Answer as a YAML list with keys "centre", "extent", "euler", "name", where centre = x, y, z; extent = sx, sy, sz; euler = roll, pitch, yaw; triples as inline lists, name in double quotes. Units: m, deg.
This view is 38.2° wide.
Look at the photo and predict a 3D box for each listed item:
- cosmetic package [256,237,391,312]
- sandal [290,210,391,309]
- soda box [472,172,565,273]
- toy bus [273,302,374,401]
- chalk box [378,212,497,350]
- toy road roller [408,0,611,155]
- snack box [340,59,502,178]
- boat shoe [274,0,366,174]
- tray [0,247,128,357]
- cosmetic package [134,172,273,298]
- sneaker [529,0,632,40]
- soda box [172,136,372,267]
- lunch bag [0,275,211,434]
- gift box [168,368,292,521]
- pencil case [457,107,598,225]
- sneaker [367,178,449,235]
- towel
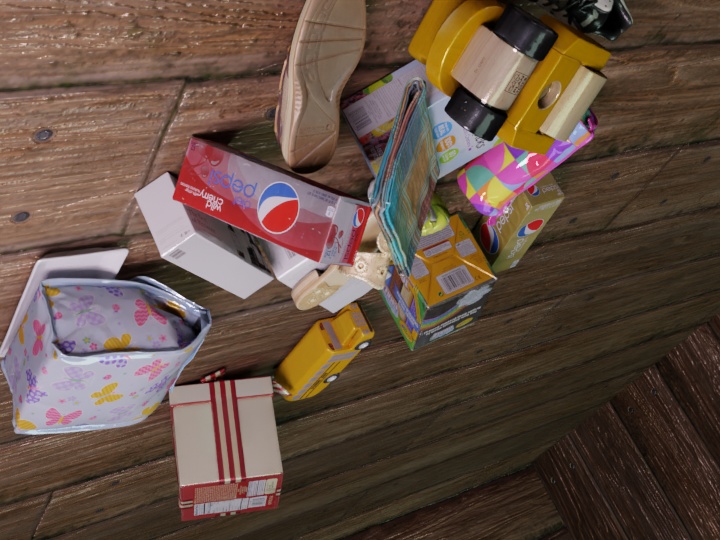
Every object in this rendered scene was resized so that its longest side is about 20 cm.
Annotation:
- centre: [-0.044, -0.018, 1.362]
  extent: [0.101, 0.072, 0.200]
  euler: [-32, 157, 9]
  name: "cosmetic package"
- centre: [0.004, 0.000, 1.270]
  extent: [0.211, 0.070, 0.077]
  euler: [-42, 155, 28]
  name: "sandal"
- centre: [0.230, -0.075, 1.567]
  extent: [0.064, 0.068, 0.200]
  euler: [-17, 155, -25]
  name: "soda box"
- centre: [-0.059, 0.132, 1.680]
  extent: [0.078, 0.065, 0.200]
  euler: [-7, 150, -39]
  name: "toy bus"
- centre: [0.108, 0.028, 1.576]
  extent: [0.124, 0.125, 0.200]
  euler: [-22, 158, -17]
  name: "chalk box"
- centre: [0.141, -0.211, 1.044]
  extent: [0.199, 0.146, 0.123]
  euler: [5, 123, -51]
  name: "toy road roller"
- centre: [0.091, -0.177, 1.185]
  extent: [0.199, 0.068, 0.169]
  euler: [-31, 157, 2]
  name: "snack box"
- centre: [-0.048, -0.194, 0.986]
  extent: [0.072, 0.072, 0.201]
  euler: [-10, 130, -27]
  name: "boat shoe"
- centre: [-0.343, 0.032, 1.184]
  extent: [0.107, 0.022, 0.200]
  euler: [-11, 152, -39]
  name: "tray"
- centre: [-0.170, -0.035, 1.166]
  extent: [0.050, 0.083, 0.200]
  euler: [-34, 158, 9]
  name: "cosmetic package"
- centre: [0.219, -0.289, 1.068]
  extent: [0.199, 0.088, 0.076]
  euler: [-1, 148, -46]
  name: "sneaker"
- centre: [-0.090, -0.068, 1.032]
  extent: [0.063, 0.199, 0.071]
  euler: [7, 105, -58]
  name: "soda box"
- centre: [-0.289, 0.095, 1.195]
  extent: [0.198, 0.128, 0.170]
  euler: [2, 142, -35]
  name: "lunch bag"
- centre: [-0.202, 0.272, 1.645]
  extent: [0.198, 0.188, 0.185]
  euler: [-4, 149, -17]
  name: "gift box"
- centre: [0.219, -0.152, 1.370]
  extent: [0.088, 0.089, 0.200]
  euler: [1, 143, -51]
  name: "pencil case"
- centre: [0.042, -0.064, 1.361]
  extent: [0.105, 0.076, 0.199]
  euler: [-36, 158, 20]
  name: "sneaker"
- centre: [0.053, -0.091, 1.087]
  extent: [0.021, 0.148, 0.200]
  euler: [13, 162, 15]
  name: "towel"
